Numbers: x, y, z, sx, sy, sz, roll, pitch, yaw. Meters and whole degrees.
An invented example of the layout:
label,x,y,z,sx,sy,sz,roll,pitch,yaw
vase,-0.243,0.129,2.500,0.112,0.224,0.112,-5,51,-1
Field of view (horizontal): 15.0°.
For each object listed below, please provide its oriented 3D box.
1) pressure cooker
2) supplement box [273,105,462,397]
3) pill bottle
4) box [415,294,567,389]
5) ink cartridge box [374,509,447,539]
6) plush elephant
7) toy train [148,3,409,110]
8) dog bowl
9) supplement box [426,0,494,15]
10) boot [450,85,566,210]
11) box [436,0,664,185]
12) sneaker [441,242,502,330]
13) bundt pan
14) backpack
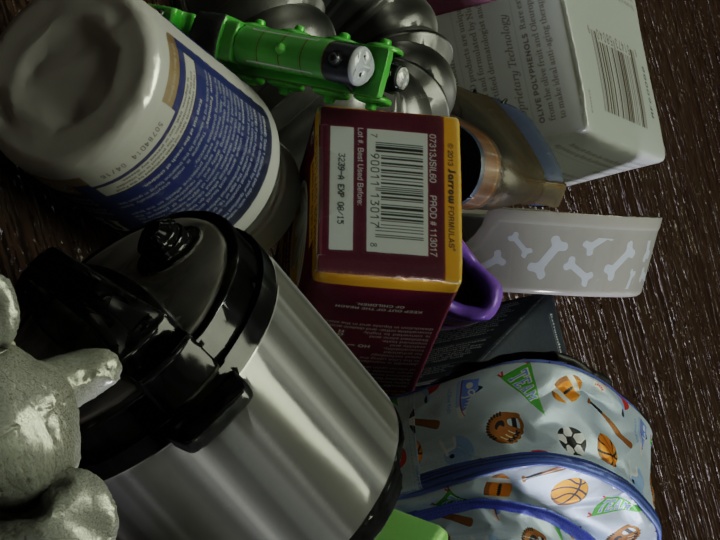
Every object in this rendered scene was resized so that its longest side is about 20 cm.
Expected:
label,x,y,z,sx,sy,sz,roll,pitch,yaw
pressure cooker,-0.094,0.067,1.395,0.200,0.176,0.179,51,35,-29
supplement box,0.000,0.000,1.615,0.200,0.085,0.111,110,-17,-62
pill bottle,-0.113,-0.073,1.514,0.200,0.111,0.111,37,46,-58
box,0.077,0.119,1.881,0.200,0.107,0.149,-37,113,-65
ink cartridge box,-0.031,0.238,1.451,0.200,0.084,0.146,-54,153,-37
plush elephant,-0.179,0.068,1.224,0.200,0.154,0.165,-42,118,-65
toy train,-0.063,-0.126,1.561,0.056,0.200,0.042,20,83,-56
dog bowl,0.113,-0.015,1.932,0.200,0.200,0.059,-3,96,-68
supplement box,0.031,-0.244,1.828,0.103,0.200,0.131,-71,142,-51
boot,0.055,-0.097,1.862,0.097,0.075,0.200,11,27,-41
box,0.100,-0.163,1.986,0.199,0.171,0.201,10,67,-67
sneaker,0.020,-0.036,1.784,0.200,0.083,0.081,39,71,-24
bundt pan,-0.016,-0.142,1.725,0.202,0.076,0.202,30,40,-29
backpack,0.077,0.134,1.595,0.200,0.190,0.154,30,40,-47
